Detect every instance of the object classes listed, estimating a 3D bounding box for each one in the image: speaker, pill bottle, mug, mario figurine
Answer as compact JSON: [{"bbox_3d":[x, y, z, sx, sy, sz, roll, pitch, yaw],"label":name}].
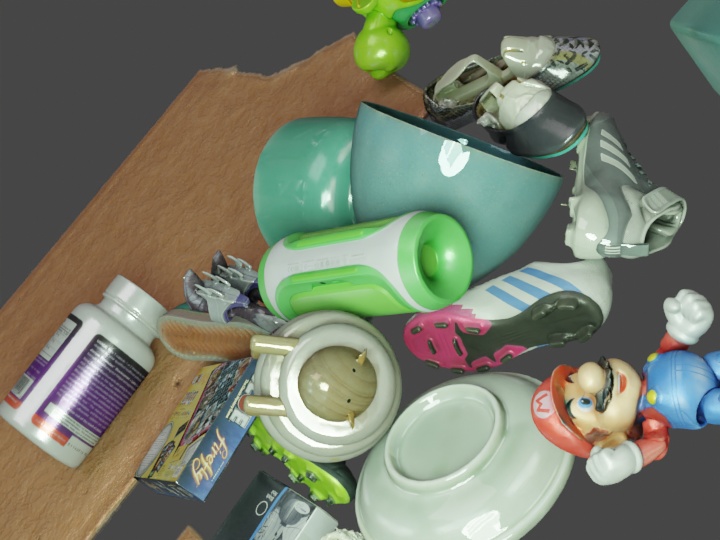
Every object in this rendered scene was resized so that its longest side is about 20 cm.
[{"bbox_3d":[0.000,0.000,1.095,0.199,0.088,0.089,-8,50,46],"label":"speaker"},{"bbox_3d":[-0.300,0.108,1.419,0.201,0.111,0.111,-53,37,-11],"label":"pill bottle"},{"bbox_3d":[-0.012,-0.063,1.288,0.114,0.187,0.152,6,35,43],"label":"mug"},{"bbox_3d":[0.216,0.085,0.935,0.198,0.107,0.123,-14,11,25],"label":"mario figurine"}]

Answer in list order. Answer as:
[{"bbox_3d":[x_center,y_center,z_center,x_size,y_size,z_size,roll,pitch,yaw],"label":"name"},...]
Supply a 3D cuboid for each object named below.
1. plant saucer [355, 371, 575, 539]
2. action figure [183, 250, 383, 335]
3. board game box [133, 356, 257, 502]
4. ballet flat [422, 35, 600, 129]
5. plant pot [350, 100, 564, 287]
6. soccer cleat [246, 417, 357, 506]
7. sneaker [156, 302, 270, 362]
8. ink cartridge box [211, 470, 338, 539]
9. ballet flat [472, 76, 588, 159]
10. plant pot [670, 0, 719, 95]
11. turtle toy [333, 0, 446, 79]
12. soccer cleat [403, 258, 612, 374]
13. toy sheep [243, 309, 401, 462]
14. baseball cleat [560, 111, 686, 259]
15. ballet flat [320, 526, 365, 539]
[{"bbox_3d":[0.075,0.148,1.036,0.198,0.050,0.201,-23,34,17],"label":"plant saucer"},{"bbox_3d":[-0.067,0.042,1.214,0.198,0.070,0.130,19,43,19],"label":"action figure"},{"bbox_3d":[-0.152,0.153,1.231,0.136,0.034,0.200,-59,14,-17],"label":"board game box"},{"bbox_3d":[0.148,-0.203,1.312,0.199,0.072,0.073,-21,43,30],"label":"ballet flat"},{"bbox_3d":[0.071,-0.058,1.172,0.200,0.198,0.136,34,108,53],"label":"plant pot"},{"bbox_3d":[-0.048,0.150,1.165,0.081,0.068,0.200,-40,28,-14],"label":"soccer cleat"},{"bbox_3d":[-0.117,0.059,1.319,0.198,0.072,0.080,12,36,34],"label":"sneaker"},{"bbox_3d":[-0.111,0.283,1.130,0.099,0.039,0.201,18,70,50],"label":"ink cartridge box"},{"bbox_3d":[0.150,-0.148,1.204,0.073,0.073,0.200,-46,15,-1],"label":"ballet flat"},{"bbox_3d":[0.360,-0.193,1.040,0.142,0.141,0.200,-47,29,-2],"label":"plant pot"},{"bbox_3d":[0.045,-0.321,1.497,0.145,0.101,0.201,8,62,47],"label":"turtle toy"},{"bbox_3d":[0.132,0.036,1.114,0.198,0.070,0.087,-13,31,34],"label":"soccer cleat"},{"bbox_3d":[-0.030,0.096,1.066,0.138,0.138,0.200,-49,1,-5],"label":"toy sheep"},{"bbox_3d":[0.232,-0.070,1.118,0.105,0.070,0.201,7,42,10],"label":"baseball cleat"},{"bbox_3d":[0.002,0.283,0.996,0.071,0.072,0.201,-37,38,11],"label":"ballet flat"}]
